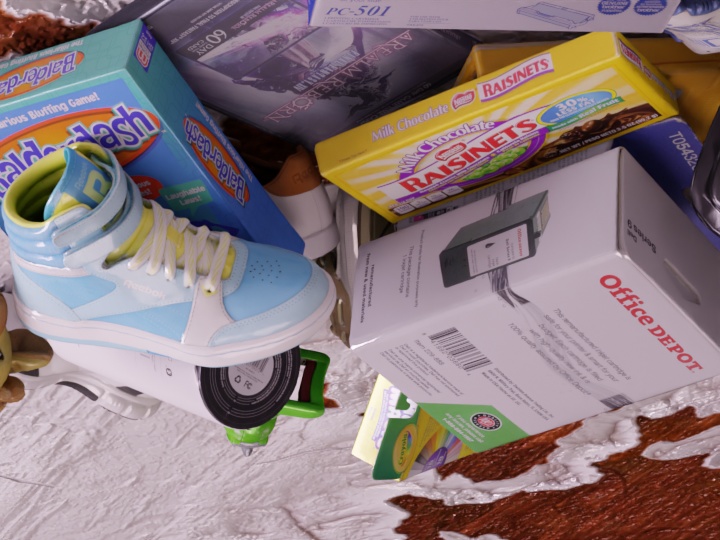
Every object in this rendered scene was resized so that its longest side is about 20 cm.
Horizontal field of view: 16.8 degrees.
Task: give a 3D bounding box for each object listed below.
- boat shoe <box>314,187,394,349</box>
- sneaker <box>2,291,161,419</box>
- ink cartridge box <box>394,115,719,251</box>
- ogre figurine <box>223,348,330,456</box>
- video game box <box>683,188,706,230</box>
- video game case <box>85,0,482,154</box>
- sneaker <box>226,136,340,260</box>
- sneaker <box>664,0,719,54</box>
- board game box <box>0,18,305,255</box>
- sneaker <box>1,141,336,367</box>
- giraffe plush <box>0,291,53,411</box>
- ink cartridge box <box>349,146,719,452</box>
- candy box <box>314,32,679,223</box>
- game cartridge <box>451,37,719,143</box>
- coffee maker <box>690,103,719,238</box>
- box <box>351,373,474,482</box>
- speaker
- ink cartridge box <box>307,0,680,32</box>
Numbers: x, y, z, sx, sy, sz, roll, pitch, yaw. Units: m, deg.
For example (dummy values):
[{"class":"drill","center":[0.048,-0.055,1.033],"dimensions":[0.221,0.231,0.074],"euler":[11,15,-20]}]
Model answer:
[{"class":"boat shoe","center":[0.000,0.000,1.644],"dimensions":[0.068,0.075,0.201],"euler":[19,145,22]},{"class":"sneaker","center":[-0.196,0.043,1.708],"dimensions":[0.080,0.074,0.199],"euler":[-41,144,25]},{"class":"ink cartridge box","center":[0.153,-0.009,1.572],"dimensions":[0.199,0.044,0.196],"euler":[-13,143,27]},{"class":"ogre figurine","center":[-0.070,0.044,1.667],"dimensions":[0.098,0.121,0.200],"euler":[11,147,-30]},{"class":"video game box","center":[0.217,-0.011,1.685],"dimensions":[0.199,0.047,0.182],"euler":[-25,158,37]},{"class":"video game case","center":[-0.042,-0.133,1.448],"dimensions":[0.142,0.019,0.199],"euler":[-28,145,34]},{"class":"sneaker","center":[-0.112,-0.047,1.566],"dimensions":[0.199,0.073,0.085],"euler":[-5,112,21]},{"class":"sneaker","center":[0.188,-0.155,1.400],"dimensions":[0.198,0.076,0.088],"euler":[3,152,-18]},{"class":"board game box","center":[-0.147,-0.050,1.467],"dimensions":[0.151,0.045,0.200],"euler":[-14,133,27]},{"class":"sneaker","center":[-0.117,-0.014,1.406],"dimensions":[0.198,0.080,0.131],"euler":[1,139,10]},{"class":"giraffe plush","center":[-0.279,0.027,1.472],"dimensions":[0.173,0.162,0.200],"euler":[-48,164,-15]},{"class":"ink cartridge box","center":[0.116,0.023,1.509],"dimensions":[0.199,0.085,0.146],"euler":[-20,137,31]},{"class":"candy box","center":[0.082,-0.085,1.462],"dimensions":[0.199,0.027,0.102],"euler":[-21,153,22]},{"class":"game cartridge","center":[0.145,-0.091,1.543],"dimensions":[0.198,0.033,0.177],"euler":[-2,156,-14]},{"class":"coffee maker","center":[0.299,-0.045,1.457],"dimensions":[0.134,0.194,0.199],"euler":[4,-174,37]},{"class":"box","center":[0.062,0.076,1.695],"dimensions":[0.048,0.118,0.200],"euler":[26,-163,22]},{"class":"speaker","center":[-0.128,0.043,1.592],"dimensions":[0.081,0.082,0.199],"euler":[17,179,-39]},{"class":"ink cartridge box","center":[0.067,-0.178,1.305],"dimensions":[0.198,0.095,0.044],"euler":[-1,152,-13]}]
